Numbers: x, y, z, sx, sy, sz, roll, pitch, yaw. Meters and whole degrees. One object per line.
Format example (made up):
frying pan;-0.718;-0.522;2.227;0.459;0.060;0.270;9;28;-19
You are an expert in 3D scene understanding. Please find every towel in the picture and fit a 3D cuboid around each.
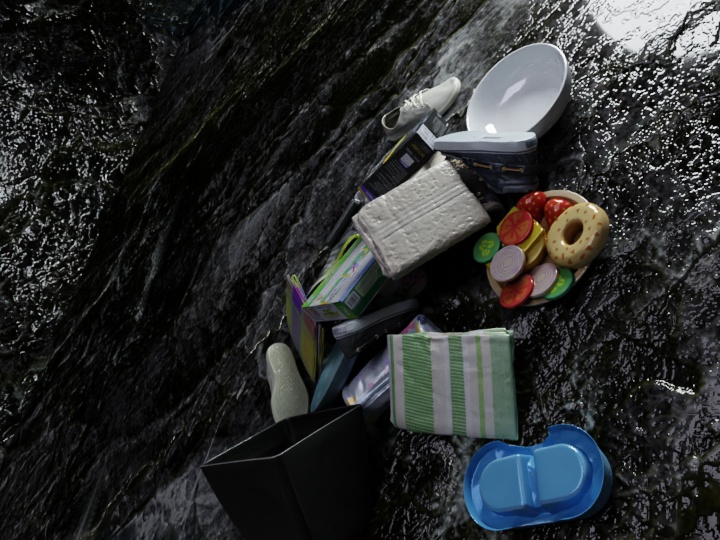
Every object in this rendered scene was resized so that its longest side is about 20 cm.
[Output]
towel;-0.113;0.114;1.283;0.200;0.023;0.145;-127;34;-52
towel;0.097;-0.082;1.032;0.199;0.035;0.133;-29;71;-9
towel;0.131;0.164;0.939;0.198;0.023;0.155;-5;84;30

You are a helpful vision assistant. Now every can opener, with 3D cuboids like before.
can opener;0.002;-0.125;1.357;0.053;0.067;0.201;37;103;14

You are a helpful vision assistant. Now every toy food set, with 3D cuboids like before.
toy food set;0.268;-0.035;0.969;0.199;0.048;0.200;-51;37;11

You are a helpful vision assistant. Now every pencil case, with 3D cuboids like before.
pencil case;0.059;0.164;1.048;0.200;0.083;0.091;-44;13;21

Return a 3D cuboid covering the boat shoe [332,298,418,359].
boat shoe;0.031;0.095;1.073;0.068;0.199;0.057;-21;87;45

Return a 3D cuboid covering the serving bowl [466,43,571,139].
serving bowl;0.283;-0.290;1.111;0.199;0.066;0.202;-29;46;36

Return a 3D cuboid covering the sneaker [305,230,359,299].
sneaker;-0.047;0.002;1.313;0.200;0.074;0.081;-50;23;8

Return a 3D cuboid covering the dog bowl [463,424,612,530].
dog bowl;0.225;0.268;0.811;0.199;0.049;0.113;-28;47;35

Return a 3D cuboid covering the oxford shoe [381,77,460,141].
oxford shoe;0.123;-0.343;1.347;0.199;0.058;0.076;-29;44;33

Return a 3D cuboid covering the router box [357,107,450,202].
router box;0.087;-0.219;1.224;0.157;0.052;0.200;-41;9;29

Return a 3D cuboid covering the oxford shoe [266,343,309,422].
oxford shoe;-0.145;0.238;1.256;0.058;0.074;0.201;102;155;-48

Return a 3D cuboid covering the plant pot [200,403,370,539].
plant pot;-0.096;0.340;1.007;0.198;0.199;0.179;-20;90;40

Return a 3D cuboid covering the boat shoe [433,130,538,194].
boat shoe;0.204;-0.178;1.061;0.070;0.092;0.199;-28;28;-34

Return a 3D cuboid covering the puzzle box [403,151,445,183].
puzzle box;0.095;-0.164;1.188;0.133;0.025;0.200;-39;10;39

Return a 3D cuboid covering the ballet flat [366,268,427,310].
ballet flat;0.030;0.033;1.185;0.199;0.071;0.070;-19;49;42

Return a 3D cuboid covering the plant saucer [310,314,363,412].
plant saucer;-0.036;0.164;1.145;0.202;0.027;0.200;-64;5;9

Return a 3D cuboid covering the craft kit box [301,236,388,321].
craft kit box;0.000;0.000;1.119;0.200;0.049;0.197;-51;17;-20

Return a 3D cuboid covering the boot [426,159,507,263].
boot;0.156;-0.110;1.132;0.199;0.073;0.152;-29;47;30
